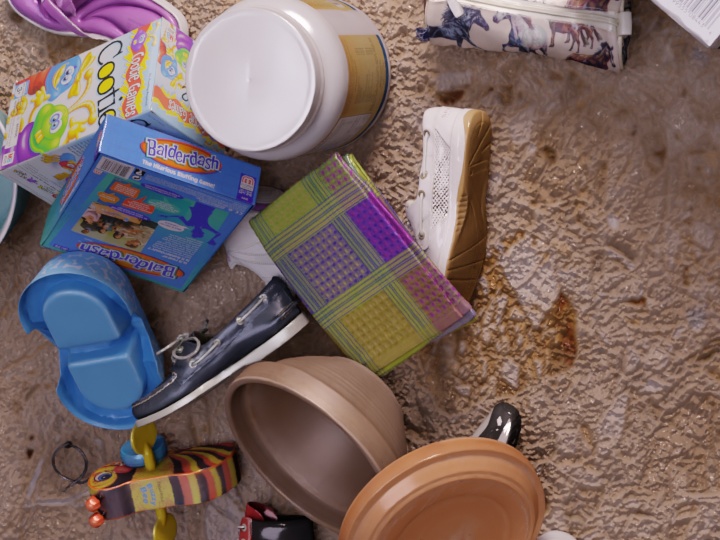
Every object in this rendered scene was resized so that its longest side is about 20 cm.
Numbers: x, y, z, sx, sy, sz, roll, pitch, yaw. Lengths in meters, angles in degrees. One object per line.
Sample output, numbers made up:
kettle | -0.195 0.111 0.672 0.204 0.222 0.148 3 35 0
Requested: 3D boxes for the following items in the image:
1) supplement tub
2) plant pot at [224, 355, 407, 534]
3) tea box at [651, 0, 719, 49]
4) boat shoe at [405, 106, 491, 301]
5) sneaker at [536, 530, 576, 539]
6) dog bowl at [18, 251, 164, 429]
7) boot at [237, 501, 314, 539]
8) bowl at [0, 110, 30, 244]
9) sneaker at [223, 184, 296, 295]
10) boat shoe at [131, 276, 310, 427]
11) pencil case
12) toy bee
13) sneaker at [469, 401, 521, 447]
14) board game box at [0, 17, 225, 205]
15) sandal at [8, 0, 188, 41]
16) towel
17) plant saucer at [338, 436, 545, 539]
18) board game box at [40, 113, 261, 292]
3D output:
supplement tub | -0.064 -0.175 1.694 0.143 0.200 0.146 2 98 18
plant pot | -0.023 0.149 1.759 0.200 0.093 0.202 30 146 23
tea box | 0.270 -0.297 1.569 0.200 0.197 0.134 43 107 9
boat shoe | 0.075 -0.053 1.738 0.069 0.071 0.202 12 102 29
sneaker | 0.157 0.352 1.735 0.073 0.115 0.202 9 101 15
dog bowl | -0.255 0.065 1.822 0.110 0.050 0.201 -10 127 15
boot | -0.131 0.307 1.850 0.198 0.072 0.146 -14 92 11
bowl | -0.406 -0.097 1.868 0.199 0.105 0.203 3 98 18
sneaker | -0.040 -0.016 1.786 0.198 0.075 0.101 17 119 17
boat shoe | -0.142 0.079 1.779 0.199 0.075 0.062 -34 93 16
pencil case | 0.151 -0.228 1.675 0.198 0.089 0.079 10 100 16
toy bee | -0.220 0.220 1.844 0.199 0.109 0.132 -26 105 23
sneaker | 0.079 0.201 1.764 0.080 0.074 0.201 36 106 13
board game box | -0.229 -0.140 1.762 0.199 0.105 0.104 -17 56 34
sandal | -0.261 -0.260 1.828 0.201 0.050 0.083 18 102 16
towel | 0.000 0.000 1.718 0.143 0.023 0.200 -35 99 35
plant saucer | 0.077 0.239 1.707 0.201 0.199 0.032 -51 36 17
board game box | -0.198 -0.058 1.743 0.151 0.045 0.200 19 149 -18
